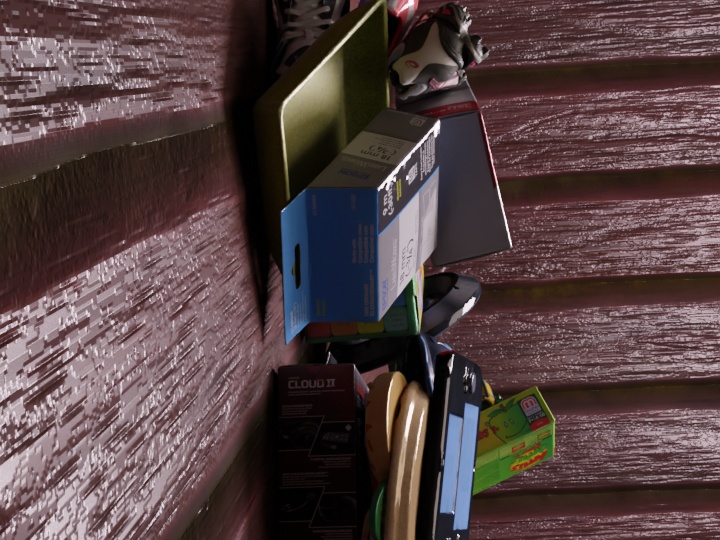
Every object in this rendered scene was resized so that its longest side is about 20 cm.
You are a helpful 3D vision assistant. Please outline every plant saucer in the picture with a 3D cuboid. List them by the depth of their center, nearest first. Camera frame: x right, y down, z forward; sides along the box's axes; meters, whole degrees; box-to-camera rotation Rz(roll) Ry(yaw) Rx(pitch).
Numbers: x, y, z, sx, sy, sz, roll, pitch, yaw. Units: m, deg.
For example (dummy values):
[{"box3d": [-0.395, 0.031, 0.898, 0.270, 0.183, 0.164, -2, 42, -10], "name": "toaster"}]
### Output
[{"box3d": [-0.037, -0.118, 1.337, 0.200, 0.048, 0.201, -52, 150, -43], "name": "plant saucer"}]

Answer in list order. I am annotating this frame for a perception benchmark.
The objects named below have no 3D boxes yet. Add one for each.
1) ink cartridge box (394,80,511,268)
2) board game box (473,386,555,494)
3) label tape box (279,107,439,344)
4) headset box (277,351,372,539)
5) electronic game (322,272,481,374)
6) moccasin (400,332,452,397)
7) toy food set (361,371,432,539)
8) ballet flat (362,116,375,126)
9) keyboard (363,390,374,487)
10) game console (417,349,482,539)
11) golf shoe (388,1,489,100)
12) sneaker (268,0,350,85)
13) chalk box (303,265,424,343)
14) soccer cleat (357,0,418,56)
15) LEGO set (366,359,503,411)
[{"box3d": [0.091, -0.108, 1.529, 0.200, 0.082, 0.147, -92, 168, -72], "name": "ink cartridge box"}, {"box3d": [0.113, 0.206, 1.630, 0.102, 0.199, 0.048, 76, -12, -61], "name": "board game box"}, {"box3d": [0.004, -0.035, 1.345, 0.200, 0.063, 0.145, -50, 148, -47], "name": "label tape box"}, {"box3d": [-0.031, 0.180, 1.404, 0.149, 0.076, 0.202, 68, 22, -74], "name": "headset box"}, {"box3d": [0.046, 0.061, 1.690, 0.042, 0.199, 0.200, 61, 12, -12], "name": "electronic game"}, {"box3d": [0.050, 0.156, 1.535, 0.068, 0.080, 0.201, 38, 42, -35], "name": "moccasin"}, {"box3d": [0.032, 0.196, 1.335, 0.200, 0.048, 0.200, 60, 36, -75], "name": "toy food set"}, {"box3d": [-0.014, -0.129, 1.518, 0.200, 0.067, 0.064, 133, -29, -58], "name": "ballet flat"}, {"box3d": [0.016, 0.189, 1.440, 0.201, 0.011, 0.057, 82, 8, -55], "name": "keyboard"}, {"box3d": [0.085, 0.181, 1.401, 0.177, 0.031, 0.202, 42, 52, -77], "name": "game console"}, {"box3d": [0.058, -0.205, 1.450, 0.078, 0.088, 0.200, 59, -5, -1], "name": "golf shoe"}, {"box3d": [-0.047, -0.223, 1.424, 0.130, 0.079, 0.201, -102, -163, -70], "name": "sneaker"}, {"box3d": [0.000, 0.000, 1.577, 0.200, 0.124, 0.125, -72, 157, -73], "name": "chalk box"}, {"box3d": [0.004, -0.214, 1.508, 0.201, 0.066, 0.077, -62, -178, 43], "name": "soccer cleat"}, {"box3d": [0.062, 0.180, 1.669, 0.154, 0.199, 0.116, 55, 11, -32], "name": "LEGO set"}]
